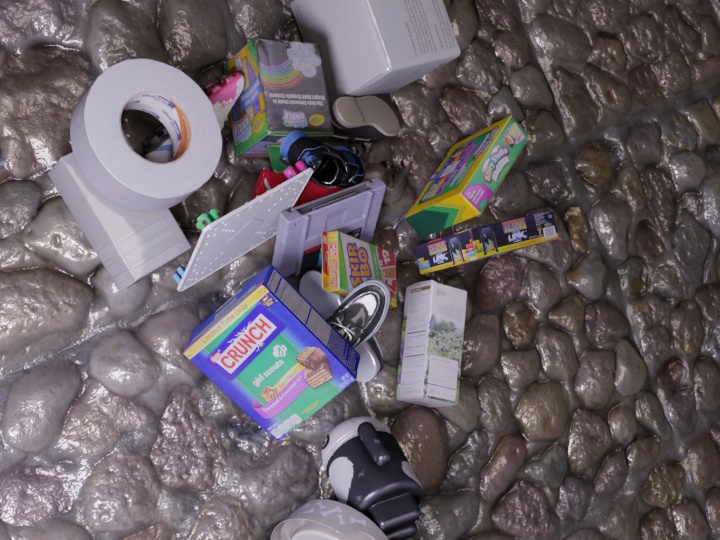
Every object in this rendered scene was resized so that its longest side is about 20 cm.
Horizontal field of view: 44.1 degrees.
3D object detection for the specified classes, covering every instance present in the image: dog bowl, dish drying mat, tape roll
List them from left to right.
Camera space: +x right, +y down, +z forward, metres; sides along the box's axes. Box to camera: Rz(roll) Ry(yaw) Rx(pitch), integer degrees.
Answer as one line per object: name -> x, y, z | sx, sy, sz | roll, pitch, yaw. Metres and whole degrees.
tape roll -> -0.295, -0.188, 1.235 | 0.199, 0.066, 0.203 | 10, 72, -32
dish drying mat -> -0.081, -0.112, 1.455 | 0.198, 0.018, 0.077 | 10, 110, -30
dog bowl -> -0.033, 0.420, 1.296 | 0.201, 0.199, 0.059 | 55, 42, -11

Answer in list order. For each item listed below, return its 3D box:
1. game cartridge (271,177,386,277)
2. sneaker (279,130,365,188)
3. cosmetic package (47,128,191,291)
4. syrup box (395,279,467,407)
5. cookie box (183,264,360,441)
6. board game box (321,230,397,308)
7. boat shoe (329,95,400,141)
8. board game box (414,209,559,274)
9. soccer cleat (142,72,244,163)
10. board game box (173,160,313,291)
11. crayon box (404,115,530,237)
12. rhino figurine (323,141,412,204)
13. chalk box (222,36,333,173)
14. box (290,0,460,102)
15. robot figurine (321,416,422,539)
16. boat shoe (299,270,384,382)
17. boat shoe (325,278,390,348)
game cartridge -> -0.050, -0.066, 1.429 | 0.199, 0.131, 0.038 | -24, 51, -33
sneaker -> -0.042, -0.155, 1.379 | 0.078, 0.070, 0.199 | 44, 17, 30
cosmetic package -> -0.343, -0.086, 1.267 | 0.106, 0.090, 0.201 | -33, 95, -34
syrup box -> 0.121, 0.125, 1.517 | 0.078, 0.081, 0.202 | 16, 71, -31
cookie box -> -0.128, 0.123, 1.308 | 0.200, 0.171, 0.075 | 46, 19, -15
board game box -> 0.000, 0.000, 1.451 | 0.199, 0.030, 0.097 | 17, 68, -53
boat shoe -> -0.003, -0.256, 1.526 | 0.199, 0.062, 0.073 | -6, 73, -56
board game box -> 0.221, -0.050, 1.567 | 0.198, 0.165, 0.057 | -13, 89, -34
soccer cleat -> -0.243, -0.218, 1.363 | 0.200, 0.070, 0.087 | -45, 118, -15
board game box -> -0.176, -0.065, 1.304 | 0.199, 0.200, 0.026 | -34, 80, -33
crayon box -> 0.187, -0.163, 1.565 | 0.058, 0.172, 0.201 | 44, 61, -17
rhino figurine -> -0.004, -0.172, 1.515 | 0.198, 0.060, 0.088 | 17, 68, -27
chalk box -> -0.129, -0.249, 1.415 | 0.123, 0.123, 0.202 | -4, 83, -34
box -> 0.023, -0.409, 1.498 | 0.170, 0.199, 0.201 | -21, 93, -35
robot figurine -> 0.016, 0.317, 1.350 | 0.124, 0.150, 0.201 | 25, 24, -44
boat shoe -> -0.026, 0.085, 1.445 | 0.201, 0.072, 0.068 | 54, 23, 4
boat shoe -> -0.027, 0.099, 1.371 | 0.072, 0.071, 0.200 | 41, 102, 7
